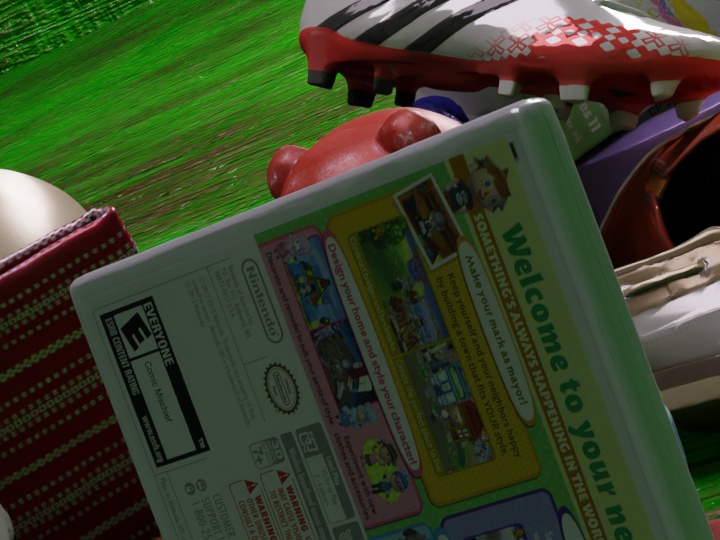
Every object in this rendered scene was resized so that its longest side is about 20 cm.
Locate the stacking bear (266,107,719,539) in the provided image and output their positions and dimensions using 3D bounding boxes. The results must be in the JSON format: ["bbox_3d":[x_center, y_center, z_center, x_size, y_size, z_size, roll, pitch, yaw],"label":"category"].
[{"bbox_3d":[0.042,0.040,0.858,0.114,0.201,0.121,-38,16,-37],"label":"stacking bear"}]

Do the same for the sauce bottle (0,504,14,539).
[{"bbox_3d":[-0.187,0.155,1.034,0.066,0.066,0.200,-45,-10,-51],"label":"sauce bottle"}]

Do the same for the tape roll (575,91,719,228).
[{"bbox_3d":[0.162,-0.056,1.238,0.199,0.085,0.200,-27,12,6],"label":"tape roll"}]

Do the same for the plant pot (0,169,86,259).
[{"bbox_3d":[-0.210,0.064,1.419,0.199,0.201,0.135,-29,48,0],"label":"plant pot"}]

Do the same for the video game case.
[{"bbox_3d":[0.015,0.070,0.803,0.181,0.201,0.022,-20,1,35],"label":"video game case"}]

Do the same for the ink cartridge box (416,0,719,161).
[{"bbox_3d":[0.126,-0.122,1.230,0.200,0.068,0.117,-35,13,-21],"label":"ink cartridge box"}]

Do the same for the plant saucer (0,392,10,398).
[{"bbox_3d":[-0.152,0.107,1.102,0.199,0.201,0.027,-31,43,-11],"label":"plant saucer"}]

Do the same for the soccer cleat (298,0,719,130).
[{"bbox_3d":[0.065,-0.108,1.099,0.199,0.086,0.069,5,-7,29],"label":"soccer cleat"}]

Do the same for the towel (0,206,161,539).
[{"bbox_3d":[-0.121,0.086,1.061,0.144,0.201,0.022,-29,34,-9],"label":"towel"}]

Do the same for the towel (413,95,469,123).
[{"bbox_3d":[0.000,0.000,1.113,0.147,0.050,0.200,-40,12,6],"label":"towel"}]

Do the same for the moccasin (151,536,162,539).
[{"bbox_3d":[-0.064,0.139,1.015,0.200,0.074,0.078,-23,4,-6],"label":"moccasin"}]

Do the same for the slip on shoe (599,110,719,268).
[{"bbox_3d":[0.139,-0.021,1.083,0.061,0.074,0.200,-34,-7,-30],"label":"slip on shoe"}]

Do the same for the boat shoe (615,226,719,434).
[{"bbox_3d":[0.084,0.035,1.035,0.199,0.069,0.075,-13,-18,31],"label":"boat shoe"}]
